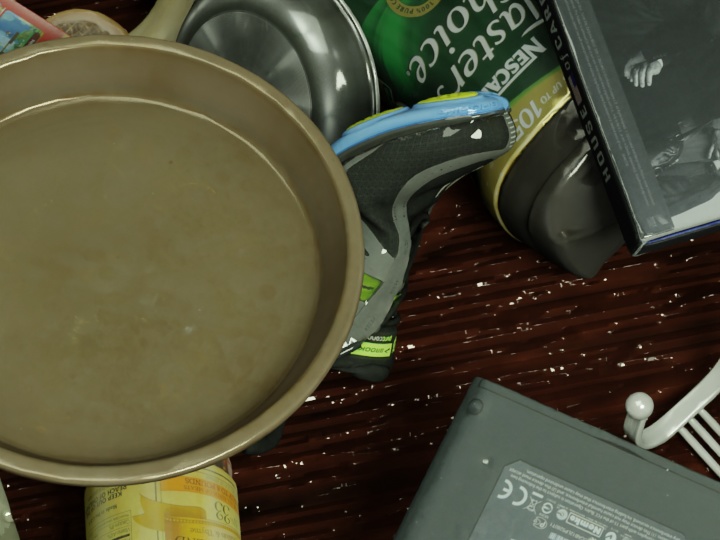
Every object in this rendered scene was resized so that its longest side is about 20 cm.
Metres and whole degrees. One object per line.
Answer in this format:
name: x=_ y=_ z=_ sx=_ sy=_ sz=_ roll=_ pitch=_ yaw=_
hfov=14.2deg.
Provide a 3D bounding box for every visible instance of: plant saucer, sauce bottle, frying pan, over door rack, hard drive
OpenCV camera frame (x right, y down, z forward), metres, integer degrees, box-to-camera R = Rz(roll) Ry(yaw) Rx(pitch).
plant saucer: x=-0.098 y=-0.002 z=1.119 sx=0.200 sy=0.029 sz=0.200 roll=2 pitch=59 yaw=-3
sauce bottle: x=-0.073 y=0.162 z=1.141 sx=0.066 sy=0.066 sz=0.200 roll=-11 pitch=61 yaw=7
frying pan: x=-0.037 y=-0.112 z=1.235 sx=0.115 sy=0.190 sz=0.031 roll=21 pitch=25 yaw=34
over door rack: x=0.222 y=0.044 z=1.136 sx=0.200 sy=0.067 sz=0.148 roll=-36 pitch=60 yaw=-9
hard drive: x=0.061 y=0.157 z=1.103 sx=0.139 sy=0.033 sz=0.200 roll=24 pitch=81 yaw=24

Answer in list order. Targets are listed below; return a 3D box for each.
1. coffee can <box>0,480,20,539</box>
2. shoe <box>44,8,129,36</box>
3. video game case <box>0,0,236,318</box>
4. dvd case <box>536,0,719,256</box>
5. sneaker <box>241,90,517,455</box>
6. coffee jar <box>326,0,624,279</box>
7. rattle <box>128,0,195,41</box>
coffee can: x=-0.246 y=0.125 z=1.151 sx=0.200 sy=0.146 sz=0.147 roll=-19 pitch=58 yaw=2
shoe: x=-0.168 y=-0.028 z=1.199 sx=0.070 sy=0.053 sz=0.200 roll=43 pitch=68 yaw=9
video game case: x=-0.152 y=-0.039 z=1.165 sx=0.200 sy=0.017 sz=0.143 roll=32 pitch=65 yaw=9
dvd case: x=0.177 y=-0.103 z=1.167 sx=0.200 sy=0.025 sz=0.151 roll=-16 pitch=76 yaw=-13
sneaker: x=0.000 y=0.000 z=1.181 sx=0.200 sy=0.071 sz=0.083 roll=-46 pitch=71 yaw=26
coffee jar: x=0.059 y=-0.091 z=1.237 sx=0.104 sy=0.085 sz=0.200 roll=-46 pitch=61 yaw=-1
rattle: x=-0.161 y=-0.123 z=1.316 sx=0.200 sy=0.130 sz=0.143 roll=-51 pitch=51 yaw=9
